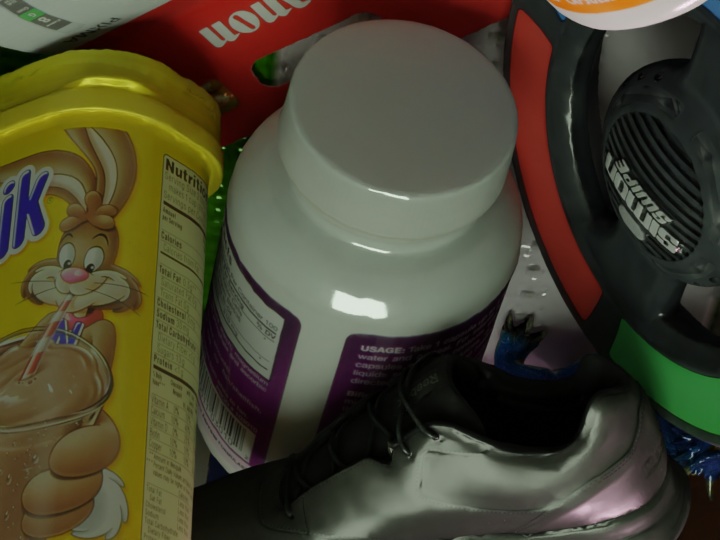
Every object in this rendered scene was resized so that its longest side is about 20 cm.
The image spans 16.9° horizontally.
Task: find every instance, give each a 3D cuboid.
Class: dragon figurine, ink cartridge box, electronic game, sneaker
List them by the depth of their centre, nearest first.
[{"bbox_3d":[0.111,-0.033,0.825,0.042,0.200,0.200,-21,150,-27],"label":"electronic game"},{"bbox_3d":[-0.065,-0.111,0.856,0.161,0.050,0.200,-21,130,32],"label":"ink cartridge box"},{"bbox_3d":[0.016,0.072,0.882,0.200,0.076,0.091,-13,131,7],"label":"sneaker"},{"bbox_3d":[0.089,0.068,1.003,0.200,0.099,0.059,-16,135,27],"label":"dragon figurine"}]

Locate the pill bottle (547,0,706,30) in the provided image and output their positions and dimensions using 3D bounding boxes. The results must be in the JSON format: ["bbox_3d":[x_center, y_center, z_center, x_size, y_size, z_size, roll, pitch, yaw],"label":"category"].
[{"bbox_3d":[0.043,-0.171,0.709,0.113,0.113,0.200,-24,130,34],"label":"pill bottle"}]

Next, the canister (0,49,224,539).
[{"bbox_3d":[-0.124,0.036,0.891,0.148,0.200,0.087,-18,148,32],"label":"canister"}]

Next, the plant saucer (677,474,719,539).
[{"bbox_3d":[0.166,0.107,0.985,0.200,0.200,0.032,-13,101,25],"label":"plant saucer"}]

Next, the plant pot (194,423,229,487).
[{"bbox_3d":[-0.113,0.129,1.046,0.200,0.200,0.180,15,134,-8],"label":"plant pot"}]

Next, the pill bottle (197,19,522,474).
[{"bbox_3d":[0.000,0.000,0.924,0.112,0.112,0.200,12,143,-4],"label":"pill bottle"}]
